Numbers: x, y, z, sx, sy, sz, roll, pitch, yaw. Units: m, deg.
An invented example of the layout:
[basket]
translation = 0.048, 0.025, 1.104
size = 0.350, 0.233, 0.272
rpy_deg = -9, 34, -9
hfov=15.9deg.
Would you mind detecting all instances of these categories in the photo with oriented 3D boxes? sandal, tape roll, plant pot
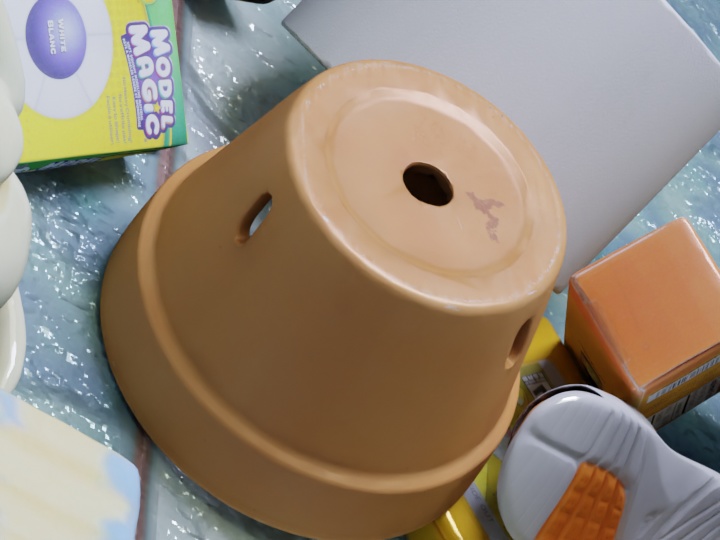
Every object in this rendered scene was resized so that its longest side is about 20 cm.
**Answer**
[sandal]
translation = 0.112, 0.099, 1.222
size = 0.059, 0.079, 0.207
rpy_deg = 42, 7, 37
[tape roll]
translation = 0.077, -0.106, 1.315
size = 0.203, 0.139, 0.203
rpy_deg = 44, 3, -3
[plant pot]
translation = 0.000, 0.000, 1.152
size = 0.200, 0.140, 0.200
rpy_deg = 17, 47, -19

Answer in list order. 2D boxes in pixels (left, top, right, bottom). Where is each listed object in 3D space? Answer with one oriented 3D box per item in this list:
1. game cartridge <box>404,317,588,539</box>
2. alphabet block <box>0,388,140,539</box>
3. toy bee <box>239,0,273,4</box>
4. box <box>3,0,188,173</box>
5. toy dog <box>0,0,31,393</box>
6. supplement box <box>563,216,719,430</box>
[game cartridge]
translation = 0.088, 0.118, 1.259
size = 0.176, 0.032, 0.200
rpy_deg = -9, 60, -52
[alphabet block]
translation = -0.205, 0.129, 0.771
size = 0.200, 0.196, 0.196
rpy_deg = 30, 34, -23
[toy bee]
translation = -0.085, -0.234, 1.400
size = 0.131, 0.109, 0.200
rpy_deg = 30, 60, -37
[box]
translation = -0.147, -0.105, 1.177
size = 0.200, 0.048, 0.118
rpy_deg = -12, 96, -54
[toy dog]
translation = -0.209, 0.003, 0.983
size = 0.200, 0.139, 0.194
rpy_deg = -72, 150, -55
[supplement box]
translation = 0.144, 0.034, 1.282
size = 0.067, 0.069, 0.200
rpy_deg = 59, -5, 11
